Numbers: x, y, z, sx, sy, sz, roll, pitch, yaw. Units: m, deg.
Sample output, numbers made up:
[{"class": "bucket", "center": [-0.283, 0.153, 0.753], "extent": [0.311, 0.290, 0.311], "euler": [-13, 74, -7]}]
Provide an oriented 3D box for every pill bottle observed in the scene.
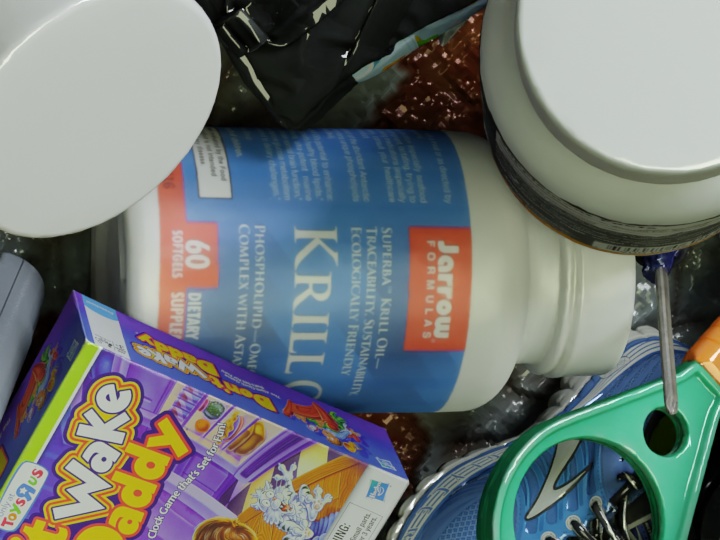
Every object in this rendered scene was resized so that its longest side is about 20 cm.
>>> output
[{"class": "pill bottle", "center": [0.000, 0.000, 0.998], "extent": [0.199, 0.112, 0.113], "euler": [-1, 107, -13]}, {"class": "pill bottle", "center": [0.098, -0.068, 0.872], "extent": [0.116, 0.200, 0.117], "euler": [0, 85, 3]}, {"class": "pill bottle", "center": [-0.140, -0.108, 0.854], "extent": [0.114, 0.200, 0.114], "euler": [-27, 143, -23]}]

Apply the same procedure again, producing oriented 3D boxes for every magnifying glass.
[{"class": "magnifying glass", "center": [0.121, 0.057, 0.996], "extent": [0.080, 0.022, 0.200], "euler": [47, 68, -8]}]

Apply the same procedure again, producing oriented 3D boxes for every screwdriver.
[{"class": "screwdriver", "center": [0.112, 0.006, 0.986], "extent": [0.029, 0.200, 0.028], "euler": [28, 114, -3]}]

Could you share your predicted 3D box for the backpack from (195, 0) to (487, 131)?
[{"class": "backpack", "center": [0.023, -0.172, 0.946], "extent": [0.200, 0.154, 0.163], "euler": [-29, 104, 14]}]

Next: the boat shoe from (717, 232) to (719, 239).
[{"class": "boat shoe", "center": [0.152, -0.081, 1.039], "extent": [0.065, 0.074, 0.200], "euler": [-33, 121, -7]}]

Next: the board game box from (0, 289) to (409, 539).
[{"class": "board game box", "center": [-0.091, 0.124, 0.944], "extent": [0.134, 0.045, 0.200], "euler": [25, 106, -21]}]

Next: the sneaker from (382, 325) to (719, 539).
[{"class": "sneaker", "center": [0.086, 0.100, 1.029], "extent": [0.200, 0.089, 0.079], "euler": [-44, 121, -21]}]

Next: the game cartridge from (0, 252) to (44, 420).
[{"class": "game cartridge", "center": [-0.180, 0.099, 0.957], "extent": [0.040, 0.133, 0.200], "euler": [29, 110, -6]}]
